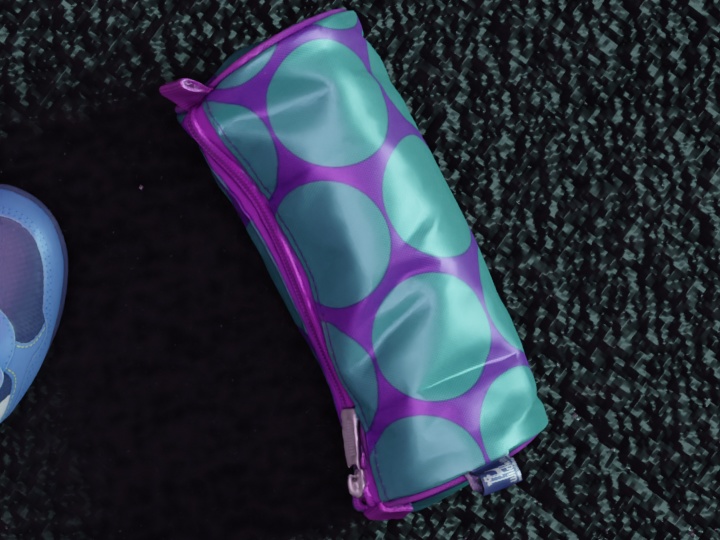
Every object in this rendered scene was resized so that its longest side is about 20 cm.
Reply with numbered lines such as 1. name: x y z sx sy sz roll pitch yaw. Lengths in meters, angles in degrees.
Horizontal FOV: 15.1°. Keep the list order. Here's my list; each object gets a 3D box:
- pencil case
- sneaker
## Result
1. pencil case: 0.000 0.000 1.091 0.092 0.085 0.201 -26 92 -31
2. sneaker: -0.184 0.055 1.085 0.074 0.082 0.200 33 88 -2
